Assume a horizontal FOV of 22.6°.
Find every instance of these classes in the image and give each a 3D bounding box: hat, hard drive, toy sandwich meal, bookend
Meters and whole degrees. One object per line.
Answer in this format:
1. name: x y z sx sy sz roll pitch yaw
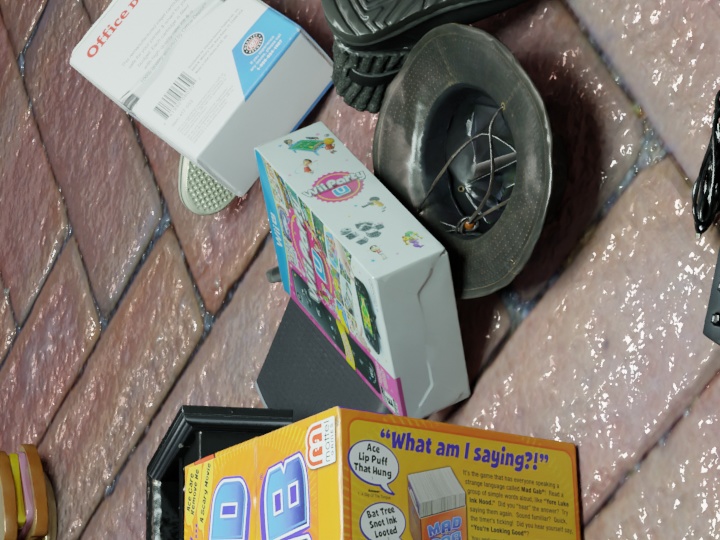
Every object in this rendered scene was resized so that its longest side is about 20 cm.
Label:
1. hat: 0.098 -0.081 1.303 0.200 0.081 0.201 9 102 54
2. hard drive: -0.020 0.096 1.459 0.200 0.042 0.135 47 119 52
3. toy sandwich meal: -0.389 0.285 1.940 0.205 0.070 0.206 -24 61 52
4. bookend: -0.117 0.233 1.465 0.199 0.092 0.200 127 144 -65

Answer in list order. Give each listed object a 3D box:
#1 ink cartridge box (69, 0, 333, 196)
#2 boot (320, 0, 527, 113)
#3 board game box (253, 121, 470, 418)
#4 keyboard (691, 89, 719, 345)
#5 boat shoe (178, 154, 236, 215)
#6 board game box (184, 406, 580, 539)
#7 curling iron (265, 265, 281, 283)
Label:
1. ink cartridge box: -0.141 -0.182 1.604 0.200 0.086 0.147 37 88 38
2. boot: 0.070 -0.201 1.373 0.158 0.211 0.080 68 -176 -71
3. board game box: 0.000 0.000 1.360 0.200 0.064 0.148 48 156 47
4. keyboard: 0.240 -0.049 1.111 0.104 0.040 0.200 10 88 57
5. boat shoe: -0.134 -0.143 1.684 0.062 0.075 0.200 -18 59 55
6. board game box: 0.013 0.221 1.223 0.200 0.200 0.200 -26 59 51
7. curling iron: -0.016 -0.022 1.507 0.200 0.026 0.050 -29 56 49
